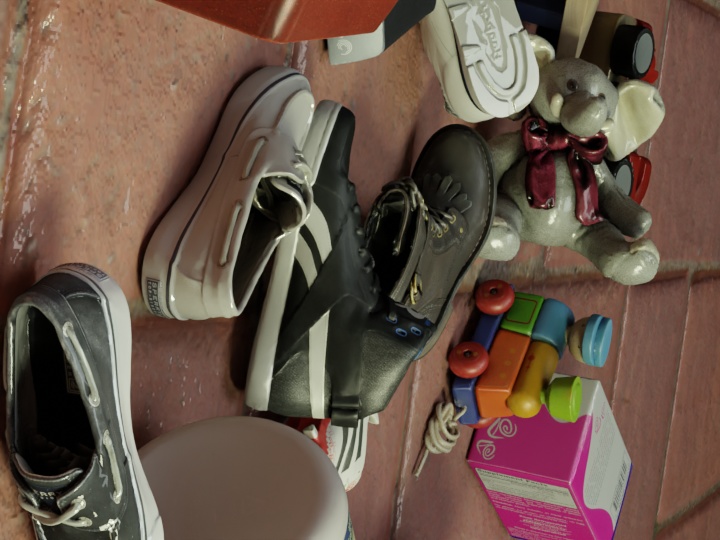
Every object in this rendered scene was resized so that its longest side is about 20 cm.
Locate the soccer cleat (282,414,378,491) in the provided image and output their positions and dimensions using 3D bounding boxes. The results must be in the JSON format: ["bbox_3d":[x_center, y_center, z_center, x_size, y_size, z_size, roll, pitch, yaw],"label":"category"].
[{"bbox_3d":[-0.034,0.128,1.332,0.086,0.068,0.200,67,30,-30],"label":"soccer cleat"}]

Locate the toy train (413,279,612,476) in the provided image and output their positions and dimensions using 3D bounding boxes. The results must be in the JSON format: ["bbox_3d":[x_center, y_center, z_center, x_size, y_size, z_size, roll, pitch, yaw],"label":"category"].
[{"bbox_3d":[0.131,0.104,1.685,0.085,0.115,0.201,75,31,-46],"label":"toy train"}]

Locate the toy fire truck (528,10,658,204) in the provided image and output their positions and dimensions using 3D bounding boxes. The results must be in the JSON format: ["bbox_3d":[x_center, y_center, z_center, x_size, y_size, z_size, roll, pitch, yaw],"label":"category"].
[{"bbox_3d":[0.222,-0.138,1.847,0.200,0.128,0.177,3,96,-59],"label":"toy fire truck"}]

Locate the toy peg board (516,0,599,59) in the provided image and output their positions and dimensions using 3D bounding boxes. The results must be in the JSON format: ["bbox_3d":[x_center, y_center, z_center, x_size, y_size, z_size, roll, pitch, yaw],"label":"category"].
[{"bbox_3d":[0.169,-0.308,1.679,0.200,0.097,0.201,95,15,-59],"label":"toy peg board"}]

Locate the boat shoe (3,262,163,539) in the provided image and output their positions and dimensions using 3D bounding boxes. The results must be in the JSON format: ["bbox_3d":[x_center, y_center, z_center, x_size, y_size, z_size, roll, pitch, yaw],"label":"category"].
[{"bbox_3d":[-0.147,0.100,1.028,0.068,0.071,0.202,-39,132,-63],"label":"boat shoe"}]

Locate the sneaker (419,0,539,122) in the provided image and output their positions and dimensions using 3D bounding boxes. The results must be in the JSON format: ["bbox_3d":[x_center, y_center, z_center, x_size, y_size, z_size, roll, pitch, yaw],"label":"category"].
[{"bbox_3d":[0.067,-0.206,1.466,0.076,0.080,0.202,-13,97,-24],"label":"sneaker"}]

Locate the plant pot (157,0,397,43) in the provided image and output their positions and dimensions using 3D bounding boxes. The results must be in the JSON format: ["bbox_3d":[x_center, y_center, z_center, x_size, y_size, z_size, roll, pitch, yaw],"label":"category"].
[{"bbox_3d":[-0.050,-0.218,1.005,0.200,0.199,0.177,-21,131,-66],"label":"plant pot"}]

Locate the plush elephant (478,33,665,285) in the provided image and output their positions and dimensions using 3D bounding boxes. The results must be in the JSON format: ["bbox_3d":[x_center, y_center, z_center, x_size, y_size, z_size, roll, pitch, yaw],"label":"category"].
[{"bbox_3d":[0.166,-0.100,1.644,0.200,0.163,0.156,-103,-154,-66],"label":"plush elephant"}]

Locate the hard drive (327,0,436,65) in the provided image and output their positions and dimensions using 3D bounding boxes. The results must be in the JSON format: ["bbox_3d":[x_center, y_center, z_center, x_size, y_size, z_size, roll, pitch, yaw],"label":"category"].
[{"bbox_3d":[0.016,-0.247,1.341,0.135,0.042,0.201,-45,139,-57],"label":"hard drive"}]

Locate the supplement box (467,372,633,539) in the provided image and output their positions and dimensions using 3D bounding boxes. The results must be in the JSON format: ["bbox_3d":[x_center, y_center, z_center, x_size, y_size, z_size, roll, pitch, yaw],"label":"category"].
[{"bbox_3d":[0.176,0.175,1.852,0.200,0.103,0.102,63,43,-59],"label":"supplement box"}]

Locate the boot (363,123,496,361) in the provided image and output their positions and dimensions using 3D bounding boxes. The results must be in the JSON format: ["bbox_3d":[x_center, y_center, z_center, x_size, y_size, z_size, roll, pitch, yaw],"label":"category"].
[{"bbox_3d":[0.043,-0.031,1.435,0.174,0.069,0.201,58,46,-72],"label":"boot"}]

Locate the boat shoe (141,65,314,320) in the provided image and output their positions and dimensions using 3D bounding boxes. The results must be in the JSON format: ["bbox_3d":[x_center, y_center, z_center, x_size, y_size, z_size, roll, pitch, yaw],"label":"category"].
[{"bbox_3d":[-0.060,-0.047,1.197,0.200,0.065,0.072,-59,150,-44],"label":"boat shoe"}]

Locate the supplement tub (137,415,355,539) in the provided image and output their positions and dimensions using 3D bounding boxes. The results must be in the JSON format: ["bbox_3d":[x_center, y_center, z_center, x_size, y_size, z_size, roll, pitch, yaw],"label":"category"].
[{"bbox_3d":[-0.066,0.199,1.174,0.201,0.144,0.145,79,29,-42],"label":"supplement tub"}]

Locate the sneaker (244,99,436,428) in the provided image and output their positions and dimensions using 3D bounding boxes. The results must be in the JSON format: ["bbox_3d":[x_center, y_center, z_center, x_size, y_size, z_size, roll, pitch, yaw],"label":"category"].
[{"bbox_3d":[0.000,0.000,1.293,0.073,0.111,0.202,-82,-175,-89],"label":"sneaker"}]
